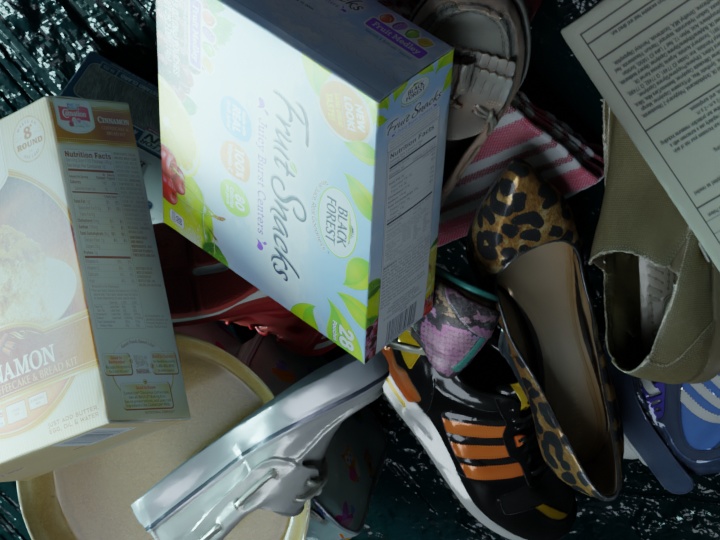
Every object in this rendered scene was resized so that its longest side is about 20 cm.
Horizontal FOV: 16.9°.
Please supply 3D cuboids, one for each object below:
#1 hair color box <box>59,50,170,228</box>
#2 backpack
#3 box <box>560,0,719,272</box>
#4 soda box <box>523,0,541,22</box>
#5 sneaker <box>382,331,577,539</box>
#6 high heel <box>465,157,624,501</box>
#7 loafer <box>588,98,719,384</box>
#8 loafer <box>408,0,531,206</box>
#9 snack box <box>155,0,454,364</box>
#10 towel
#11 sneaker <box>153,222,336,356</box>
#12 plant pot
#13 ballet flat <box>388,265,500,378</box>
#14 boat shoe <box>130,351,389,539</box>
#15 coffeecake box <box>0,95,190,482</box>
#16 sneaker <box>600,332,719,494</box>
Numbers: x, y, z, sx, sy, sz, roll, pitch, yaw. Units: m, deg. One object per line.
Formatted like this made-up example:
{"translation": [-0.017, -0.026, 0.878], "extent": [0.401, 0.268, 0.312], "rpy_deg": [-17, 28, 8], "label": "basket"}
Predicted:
{"translation": [-0.169, -0.039, 1.593], "extent": [0.099, 0.061, 0.201], "rpy_deg": [28, 137, 0], "label": "hair color box"}
{"translation": [-0.086, 0.124, 1.624], "extent": [0.200, 0.176, 0.153], "rpy_deg": [40, 119, -10], "label": "backpack"}
{"translation": [0.224, -0.091, 1.269], "extent": [0.128, 0.109, 0.201], "rpy_deg": [-32, 94, 41], "label": "box"}
{"translation": [0.057, -0.228, 1.292], "extent": [0.063, 0.070, 0.201], "rpy_deg": [6, 132, 21], "label": "soda box"}
{"translation": [0.092, 0.100, 1.580], "extent": [0.090, 0.070, 0.200], "rpy_deg": [-22, 116, 43], "label": "sneaker"}
{"translation": [0.120, 0.037, 1.425], "extent": [0.071, 0.143, 0.201], "rpy_deg": [-20, 140, -10], "label": "high heel"}
{"translation": [0.169, -0.028, 1.376], "extent": [0.076, 0.067, 0.202], "rpy_deg": [1, 104, 47], "label": "loafer"}
{"translation": [0.047, -0.084, 1.345], "extent": [0.071, 0.063, 0.200], "rpy_deg": [16, 148, -3], "label": "loafer"}
{"translation": [-0.034, -0.072, 1.343], "extent": [0.168, 0.068, 0.201], "rpy_deg": [35, 145, 26], "label": "snack box"}
{"translation": [0.033, -0.089, 1.431], "extent": [0.146, 0.030, 0.200], "rpy_deg": [-21, 134, 41], "label": "towel"}
{"translation": [-0.078, 0.025, 1.553], "extent": [0.198, 0.079, 0.116], "rpy_deg": [-7, 143, -1], "label": "sneaker"}
{"translation": [-0.122, 0.133, 1.530], "extent": [0.198, 0.027, 0.202], "rpy_deg": [3, 102, 16], "label": "plant pot"}
{"translation": [0.000, 0.000, 1.457], "extent": [0.200, 0.071, 0.069], "rpy_deg": [37, -173, 36], "label": "ballet flat"}
{"translation": [-0.051, 0.117, 1.453], "extent": [0.199, 0.072, 0.066], "rpy_deg": [-36, 90, 22], "label": "boat shoe"}
{"translation": [-0.197, 0.014, 1.478], "extent": [0.153, 0.073, 0.202], "rpy_deg": [-22, 75, 38], "label": "coffeecake box"}
{"translation": [0.186, 0.049, 1.476], "extent": [0.145, 0.081, 0.201], "rpy_deg": [4, 137, 18], "label": "sneaker"}
